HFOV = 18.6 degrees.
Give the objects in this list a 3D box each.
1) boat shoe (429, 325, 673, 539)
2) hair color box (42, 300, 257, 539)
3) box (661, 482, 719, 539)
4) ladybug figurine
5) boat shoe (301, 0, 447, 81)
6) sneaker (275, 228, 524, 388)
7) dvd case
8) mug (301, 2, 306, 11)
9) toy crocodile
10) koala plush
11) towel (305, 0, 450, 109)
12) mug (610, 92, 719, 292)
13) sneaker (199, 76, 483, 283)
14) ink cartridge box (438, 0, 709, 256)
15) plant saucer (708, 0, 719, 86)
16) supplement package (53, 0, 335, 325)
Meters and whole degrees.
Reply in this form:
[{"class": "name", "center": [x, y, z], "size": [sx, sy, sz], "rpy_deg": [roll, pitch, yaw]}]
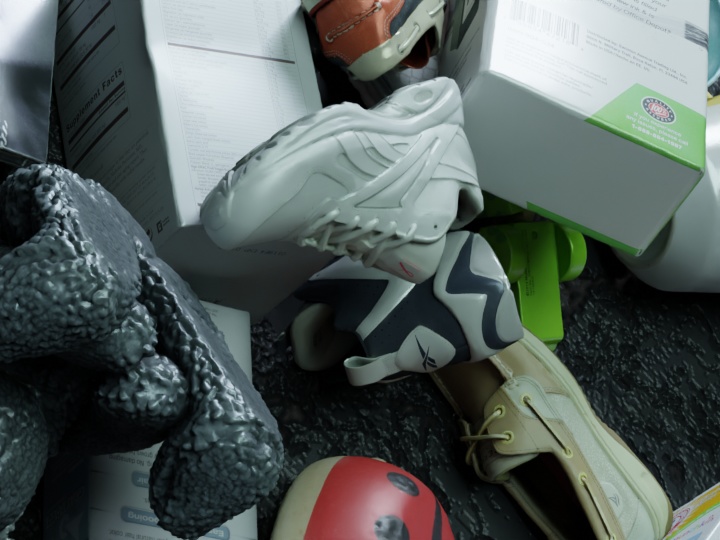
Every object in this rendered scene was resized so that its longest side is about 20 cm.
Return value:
[{"class": "boat shoe", "center": [0.097, 0.098, 1.290], "size": [0.200, 0.074, 0.066], "rpy_deg": [45, 53, 4]}, {"class": "hair color box", "center": [-0.109, 0.111, 1.137], "size": [0.098, 0.061, 0.202], "rpy_deg": [15, 55, -29]}, {"class": "box", "center": [0.195, 0.215, 1.266], "size": [0.101, 0.112, 0.200], "rpy_deg": [48, 46, -1]}, {"class": "ladybug figurine", "center": [0.008, 0.179, 1.153], "size": [0.136, 0.072, 0.201], "rpy_deg": [45, 36, -40]}, {"class": "boat shoe", "center": [0.019, -0.146, 1.304], "size": [0.063, 0.071, 0.200], "rpy_deg": [57, 15, 2]}, {"class": "sneaker", "center": [0.000, 0.000, 1.274], "size": [0.129, 0.080, 0.200], "rpy_deg": [-24, 44, -7]}, {"class": "dvd case", "center": [-0.235, -0.160, 1.208], "size": [0.148, 0.016, 0.201], "rpy_deg": [19, 51, -27]}, {"class": "mug", "center": [-0.041, -0.276, 1.341], "size": [0.177, 0.134, 0.201], "rpy_deg": [-26, 71, -27]}, {"class": "toy crocodile", "center": [0.092, -0.046, 1.372], "size": [0.067, 0.062, 0.202], "rpy_deg": [-10, 91, -39]}, {"class": "koala plush", "center": [-0.170, 0.064, 1.027], "size": [0.177, 0.200, 0.184], "rpy_deg": [48, 5, -33]}, {"class": "towel", "center": [0.042, -0.183, 1.448], "size": [0.191, 0.032, 0.201], "rpy_deg": [-32, 86, -44]}, {"class": "mug", "center": [0.231, -0.052, 1.464], "size": [0.152, 0.186, 0.151], "rpy_deg": [-7, 101, -30]}, {"class": "sneaker", "center": [0.003, -0.036, 1.150], "size": [0.199, 0.078, 0.100], "rpy_deg": [-23, 84, -44]}, {"class": "ink cartridge box", "center": [0.127, -0.126, 1.313], "size": [0.144, 0.084, 0.201], "rpy_deg": [23, 43, -11]}, {"class": "plant saucer", "center": [0.151, -0.178, 1.459], "size": [0.198, 0.036, 0.201], "rpy_deg": [15, 47, -17]}, {"class": "supplement package", "center": [-0.095, -0.085, 1.230], "size": [0.113, 0.109, 0.202], "rpy_deg": [6, 61, -35]}]
